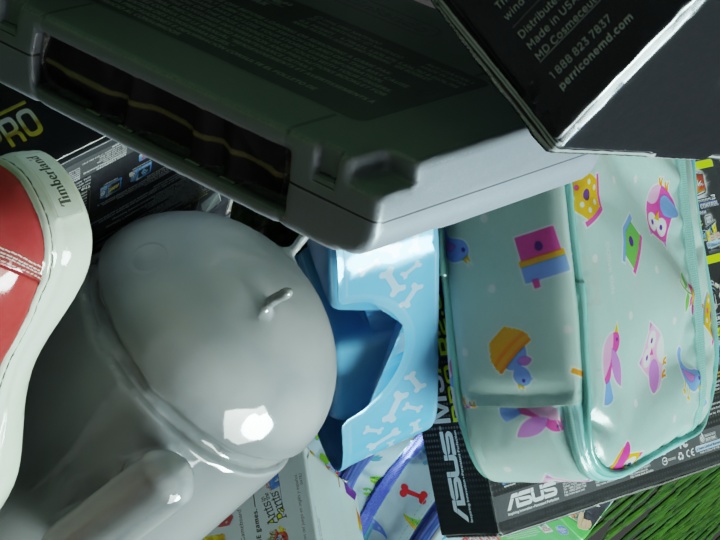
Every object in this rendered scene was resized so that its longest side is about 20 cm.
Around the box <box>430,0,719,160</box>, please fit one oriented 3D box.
[{"bbox_3d":[0.086,-0.148,0.807,0.124,0.197,0.200,-46,161,23],"label":"box"}]

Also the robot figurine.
[{"bbox_3d":[-0.089,0.054,0.969,0.200,0.113,0.170,-42,-155,23],"label":"robot figurine"}]

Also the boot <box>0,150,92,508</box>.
[{"bbox_3d":[-0.188,0.048,0.856,0.144,0.072,0.201,-18,146,-39],"label":"boot"}]

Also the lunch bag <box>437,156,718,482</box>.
[{"bbox_3d":[0.103,-0.012,1.096,0.077,0.201,0.160,-1,-174,33],"label":"lunch bag"}]

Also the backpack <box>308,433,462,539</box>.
[{"bbox_3d":[0.018,0.063,1.269,0.183,0.147,0.201,-49,165,-41],"label":"backpack"}]

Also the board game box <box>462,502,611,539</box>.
[{"bbox_3d":[0.107,0.100,1.349,0.135,0.029,0.200,-49,-171,-23],"label":"board game box"}]

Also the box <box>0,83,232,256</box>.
[{"bbox_3d":[-0.137,-0.017,0.962,0.199,0.049,0.161,-30,159,-22],"label":"box"}]

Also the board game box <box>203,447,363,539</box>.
[{"bbox_3d":[-0.101,0.161,1.121,0.199,0.105,0.103,-13,160,10],"label":"board game box"}]

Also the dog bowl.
[{"bbox_3d":[0.000,0.000,1.089,0.049,0.112,0.201,-11,134,-11],"label":"dog bowl"}]

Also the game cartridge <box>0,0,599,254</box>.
[{"bbox_3d":[-0.022,-0.065,0.829,0.133,0.199,0.041,-23,128,-41],"label":"game cartridge"}]

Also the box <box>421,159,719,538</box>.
[{"bbox_3d":[0.111,0.032,1.200,0.199,0.161,0.044,-13,-178,-39],"label":"box"}]
